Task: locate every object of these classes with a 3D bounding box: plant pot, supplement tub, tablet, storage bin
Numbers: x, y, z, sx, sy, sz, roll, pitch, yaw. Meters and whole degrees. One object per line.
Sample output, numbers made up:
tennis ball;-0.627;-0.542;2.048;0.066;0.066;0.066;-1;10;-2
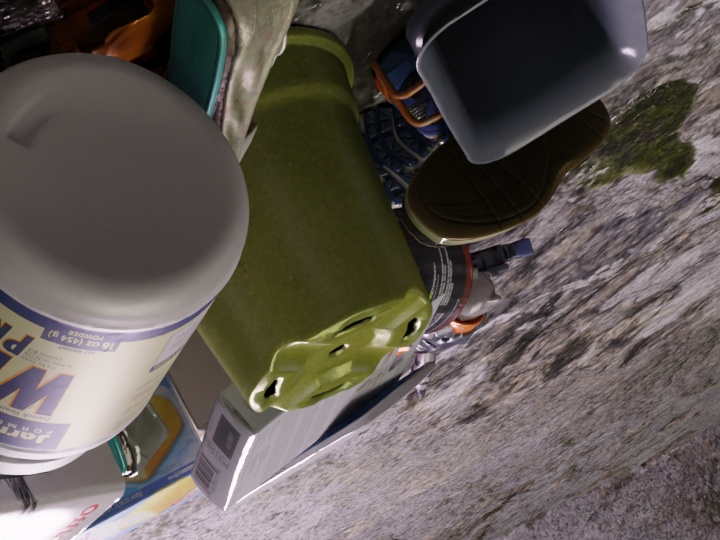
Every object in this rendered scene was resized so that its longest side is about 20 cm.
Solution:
plant pot;-0.051;-0.019;0.937;0.199;0.185;0.201;-27;160;-11
supplement tub;0.000;0.000;1.174;0.107;0.107;0.199;-40;157;26
tablet;-0.028;0.147;1.291;0.200;0.014;0.130;-35;180;38
supplement tub;-0.152;0.005;0.734;0.144;0.146;0.200;-15;157;-35
storage bin;0.061;-0.163;0.820;0.145;0.135;0.200;-32;160;5

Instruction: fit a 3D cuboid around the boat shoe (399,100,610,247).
boat shoe;0.091;-0.062;0.963;0.201;0.072;0.066;-38;175;-40

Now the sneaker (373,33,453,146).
sneaker;0.099;-0.157;0.970;0.075;0.079;0.200;-6;149;-50

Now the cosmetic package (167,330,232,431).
cosmetic package;-0.087;0.083;1.255;0.073;0.104;0.200;-35;159;14

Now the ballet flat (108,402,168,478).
ballet flat;-0.188;0.055;1.027;0.064;0.067;0.201;-46;131;-39

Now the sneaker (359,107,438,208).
sneaker;0.048;-0.080;1.097;0.199;0.077;0.085;-21;163;-23

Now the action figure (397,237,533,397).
action figure;0.089;0.043;1.414;0.199;0.105;0.193;-18;167;-26

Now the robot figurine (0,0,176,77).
robot figurine;-0.151;-0.108;0.767;0.199;0.058;0.145;-28;160;-9

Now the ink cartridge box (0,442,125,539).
ink cartridge box;-0.263;0.143;0.874;0.145;0.084;0.199;-41;158;28

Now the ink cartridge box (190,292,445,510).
ink cartridge box;-0.036;0.091;1.154;0.200;0.057;0.163;-39;166;-29

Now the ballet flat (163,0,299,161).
ballet flat;-0.073;-0.085;0.758;0.062;0.068;0.200;-30;164;-33

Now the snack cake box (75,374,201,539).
snack cake box;-0.234;0.170;1.242;0.199;0.115;0.067;-28;160;-8
